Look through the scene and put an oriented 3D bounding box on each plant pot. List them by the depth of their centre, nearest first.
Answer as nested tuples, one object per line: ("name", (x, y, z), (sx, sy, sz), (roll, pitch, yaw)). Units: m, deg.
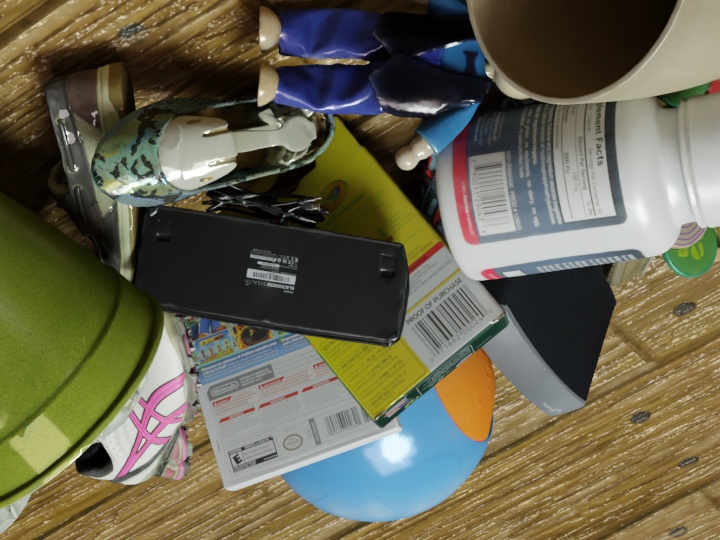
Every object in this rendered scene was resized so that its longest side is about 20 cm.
("plant pot", (0.205, -0.196, 1.202), (0.200, 0.188, 0.187), (1, 142, -44))
("plant pot", (-0.268, 0.025, 1.204), (0.200, 0.201, 0.193), (-31, 118, 19))

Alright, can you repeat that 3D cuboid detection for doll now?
("doll", (0.030, -0.136, 1.237), (0.199, 0.137, 0.048), (1, 167, -1))

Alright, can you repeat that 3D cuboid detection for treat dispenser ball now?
("treat dispenser ball", (0.011, 0.103, 1.467), (0.200, 0.201, 0.201), (-10, 142, -8))

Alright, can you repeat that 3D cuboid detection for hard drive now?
("hard drive", (0.151, 0.027, 1.479), (0.042, 0.135, 0.200), (6, 155, 33))

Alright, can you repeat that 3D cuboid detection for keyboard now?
("keyboard", (-0.061, -0.010, 1.308), (0.199, 0.104, 0.040), (10, -177, 1))

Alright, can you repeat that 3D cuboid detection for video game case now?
("video game case", (-0.064, 0.051, 1.380), (0.143, 0.200, 0.018), (-20, 165, 9))

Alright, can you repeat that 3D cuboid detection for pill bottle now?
("pill bottle", (0.163, -0.064, 1.254), (0.200, 0.120, 0.120), (-8, 146, 19))

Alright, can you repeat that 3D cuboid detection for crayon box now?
("crayon box", (0.000, 0.000, 1.340), (0.127, 0.200, 0.051), (-38, 166, -1))

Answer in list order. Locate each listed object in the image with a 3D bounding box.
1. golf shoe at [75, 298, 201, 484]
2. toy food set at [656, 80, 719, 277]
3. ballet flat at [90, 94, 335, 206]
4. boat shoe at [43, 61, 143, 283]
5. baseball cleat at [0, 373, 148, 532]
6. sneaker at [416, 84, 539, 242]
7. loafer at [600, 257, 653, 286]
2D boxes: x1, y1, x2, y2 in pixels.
("golf shoe", (-0.171, 0.098, 1.368), (0.092, 0.073, 0.200), (-6, 138, -18))
("toy food set", (0.269, -0.095, 1.355), (0.198, 0.049, 0.201), (-8, 107, -25))
("ballet flat", (-0.094, -0.090, 1.246), (0.200, 0.074, 0.074), (-22, 155, -45))
("boat shoe", (-0.191, -0.068, 1.295), (0.066, 0.072, 0.201), (2, 138, -1))
("baseball cleat", (-0.239, 0.109, 1.338), (0.200, 0.107, 0.070), (-42, 120, 11))
("sneaker", (0.074, -0.075, 1.384), (0.095, 0.079, 0.200), (32, 115, -31))
("loafer", (0.239, -0.061, 1.443), (0.067, 0.076, 0.200), (1, 140, -11))
